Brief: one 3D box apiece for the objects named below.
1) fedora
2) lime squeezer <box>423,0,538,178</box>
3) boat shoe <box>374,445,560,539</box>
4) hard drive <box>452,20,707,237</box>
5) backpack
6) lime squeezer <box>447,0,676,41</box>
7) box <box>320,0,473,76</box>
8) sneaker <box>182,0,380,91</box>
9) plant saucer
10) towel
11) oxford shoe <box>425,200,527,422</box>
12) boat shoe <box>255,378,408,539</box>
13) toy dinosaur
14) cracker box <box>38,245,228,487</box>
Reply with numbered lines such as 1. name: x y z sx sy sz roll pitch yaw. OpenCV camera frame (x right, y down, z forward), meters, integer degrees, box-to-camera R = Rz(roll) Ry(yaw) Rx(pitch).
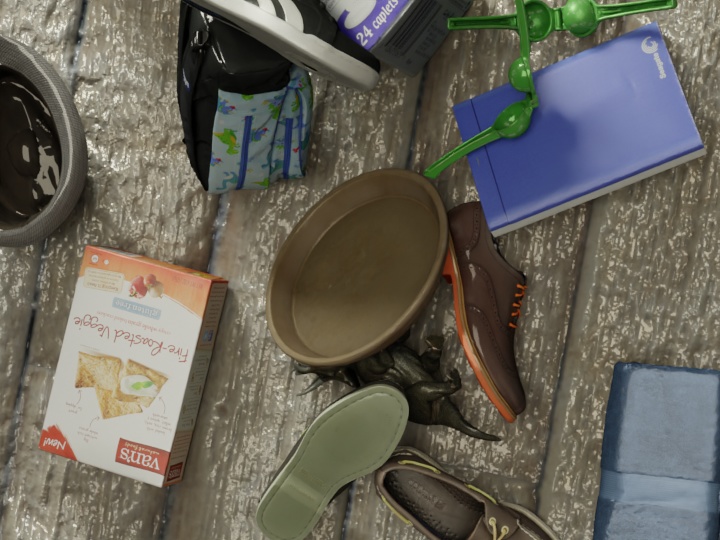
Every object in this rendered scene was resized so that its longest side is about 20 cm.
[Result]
1. fedora: -0.335 -0.124 1.581 0.176 0.090 0.202 -30 89 13
2. lime squeezer: 0.124 -0.161 1.442 0.070 0.038 0.202 24 118 2
3. boat shoe: 0.099 0.228 1.477 0.199 0.060 0.072 34 97 3
4. hard drive: 0.191 -0.125 1.463 0.198 0.025 0.133 -22 63 13
5. backpack: -0.105 -0.157 1.472 0.201 0.152 0.164 114 146 -42
6. lime squeezer: 0.177 -0.228 1.459 0.197 0.071 0.038 -4 77 6
7. box: -0.013 -0.280 1.455 0.200 0.184 0.105 41 99 10
8. sneaker: -0.054 -0.236 1.335 0.198 0.073 0.113 29 86 5
9. plant saucer: 0.000 0.000 1.478 0.198 0.029 0.202 -22 48 27
10. towel: 0.265 0.182 1.452 0.110 0.048 0.203 6 92 14
11. oxford shoe: 0.120 0.034 1.479 0.072 0.071 0.202 -19 85 8
12. boat shoe: -0.024 0.162 1.489 0.071 0.061 0.201 38 117 -7
13. toy dinosaur: 0.042 0.096 1.498 0.198 0.103 0.077 26 54 1
14. cracker box: -0.215 0.090 1.566 0.132 0.058 0.203 14 93 14
